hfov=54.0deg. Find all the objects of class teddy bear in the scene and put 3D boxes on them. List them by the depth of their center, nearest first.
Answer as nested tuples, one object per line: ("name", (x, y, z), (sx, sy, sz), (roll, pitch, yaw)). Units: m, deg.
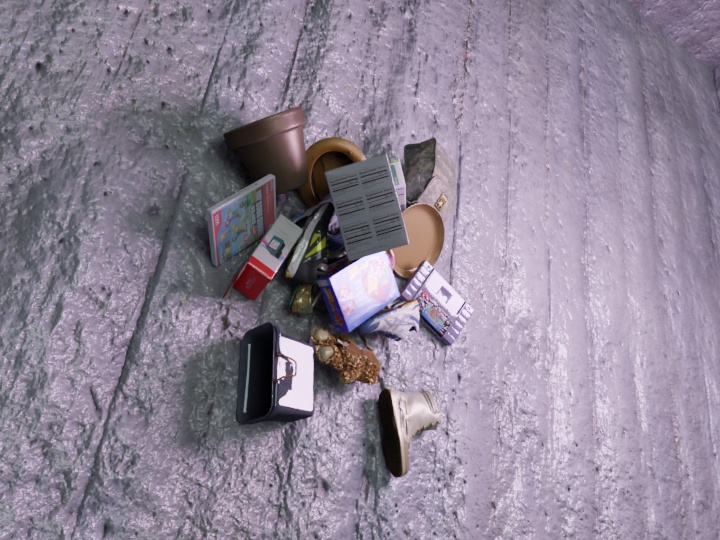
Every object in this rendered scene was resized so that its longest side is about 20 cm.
("teddy bear", (-0.040, 0.201, 1.617), (0.199, 0.067, 0.145), (21, 25, -53))

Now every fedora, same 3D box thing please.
("fedora", (-0.068, -0.237, 1.780), (0.200, 0.201, 0.082), (39, 10, -15))

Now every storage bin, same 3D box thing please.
("storage bin", (-0.165, 0.225, 1.495), (0.133, 0.145, 0.203), (19, 59, -40))

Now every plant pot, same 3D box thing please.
("plant pot", (-0.205, -0.272, 1.672), (0.199, 0.199, 0.177), (-30, 107, -41))
("plant pot", (0.142, -0.079, 1.866), (0.198, 0.027, 0.203), (-12, 111, -35))

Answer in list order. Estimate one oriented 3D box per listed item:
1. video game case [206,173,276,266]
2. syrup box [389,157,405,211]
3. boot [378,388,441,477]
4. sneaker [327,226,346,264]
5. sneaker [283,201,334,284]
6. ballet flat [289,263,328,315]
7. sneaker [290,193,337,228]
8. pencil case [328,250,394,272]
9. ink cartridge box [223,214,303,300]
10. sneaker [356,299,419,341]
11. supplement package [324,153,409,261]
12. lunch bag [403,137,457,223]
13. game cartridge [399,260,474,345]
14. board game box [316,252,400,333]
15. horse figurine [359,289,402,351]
("video game case", (-0.261, -0.115, 1.582), (0.017, 0.145, 0.199), (26, 43, 27))
("syrup box", (0.072, -0.207, 1.814), (0.080, 0.200, 0.080), (-13, 74, -1))
("boot", (0.124, 0.382, 1.673), (0.153, 0.072, 0.203), (8, 65, -36))
("sneaker", (-0.020, -0.086, 1.773), (0.199, 0.075, 0.078), (-28, 91, -42))
("sneaker", (-0.103, -0.060, 1.623), (0.084, 0.074, 0.202), (30, 80, -15))
("ballet flat", (-0.110, 0.017, 1.662), (0.070, 0.070, 0.202), (29, 59, -22))
("sneaker", (-0.093, -0.131, 1.708), (0.199, 0.072, 0.072), (-37, 108, -20))
("pencil case", (0.000, 0.000, 1.748), (0.082, 0.087, 0.199), (36, 43, 26))
("ink cartridge box", (-0.216, -0.016, 1.567), (0.067, 0.116, 0.201), (35, 53, -8))
("sneaker", (0.075, 0.133, 1.700), (0.198, 0.075, 0.090), (-15, 98, -39))
("supplement package", (0.014, -0.148, 1.613), (0.145, 0.191, 0.203), (-15, 98, 2))
("lunch bag", (0.192, -0.232, 1.941), (0.164, 0.116, 0.203), (38, 50, -51))
("game cartridge", (0.201, 0.088, 1.866), (0.200, 0.038, 0.130), (44, 61, -13))
("board game box", (0.000, 0.040, 1.655), (0.199, 0.044, 0.136), (-31, 107, -42))
("horse figurine", (0.027, 0.099, 1.744), (0.133, 0.050, 0.201), (48, 52, -16))
